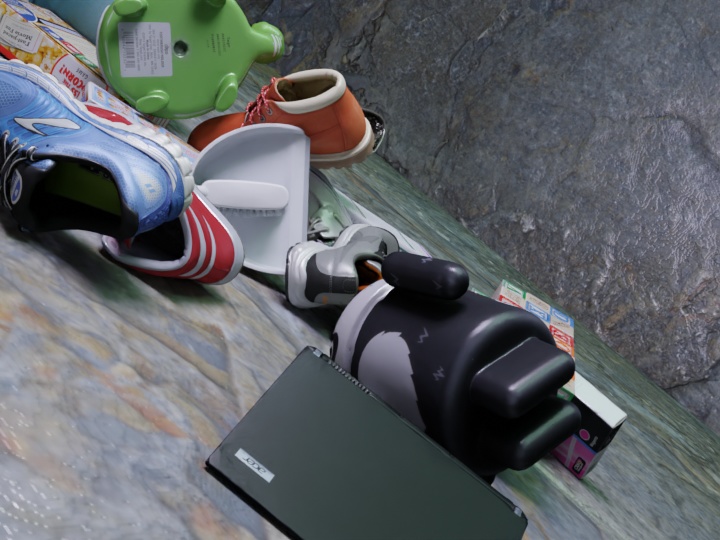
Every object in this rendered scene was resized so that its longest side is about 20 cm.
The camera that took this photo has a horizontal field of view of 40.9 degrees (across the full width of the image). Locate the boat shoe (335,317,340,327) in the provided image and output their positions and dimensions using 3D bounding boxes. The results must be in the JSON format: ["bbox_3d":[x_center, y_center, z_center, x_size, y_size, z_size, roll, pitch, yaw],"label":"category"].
[{"bbox_3d":[0.033,0.051,0.962,0.068,0.071,0.200,70,20,-3],"label":"boat shoe"}]

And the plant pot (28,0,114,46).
[{"bbox_3d":[-0.275,-0.304,1.207,0.189,0.199,0.200,52,10,-2],"label":"plant pot"}]

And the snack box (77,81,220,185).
[{"bbox_3d":[-0.179,-0.110,0.927,0.199,0.024,0.072,32,12,-26],"label":"snack box"}]

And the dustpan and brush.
[{"bbox_3d":[-0.134,-0.069,0.875,0.198,0.141,0.057,2,-1,-20],"label":"dustpan and brush"}]

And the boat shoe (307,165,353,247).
[{"bbox_3d":[-0.043,-0.037,1.034,0.201,0.070,0.070,56,12,-21],"label":"boat shoe"}]

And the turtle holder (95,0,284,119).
[{"bbox_3d":[-0.175,-0.234,0.972,0.142,0.185,0.132,59,-12,-23],"label":"turtle holder"}]

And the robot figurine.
[{"bbox_3d":[0.063,0.075,0.709,0.124,0.152,0.199,20,-1,-41],"label":"robot figurine"}]

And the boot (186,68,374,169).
[{"bbox_3d":[-0.094,-0.152,0.967,0.107,0.198,0.076,62,25,-57],"label":"boot"}]

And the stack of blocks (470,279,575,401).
[{"bbox_3d":[0.141,0.072,0.924,0.114,0.059,0.200,31,19,3],"label":"stack of blocks"}]

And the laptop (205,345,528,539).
[{"bbox_3d":[0.005,0.142,0.613,0.177,0.104,0.200,38,-16,4],"label":"laptop"}]

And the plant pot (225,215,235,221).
[{"bbox_3d":[-0.173,-0.088,0.999,0.199,0.028,0.200,36,11,-8],"label":"plant pot"}]

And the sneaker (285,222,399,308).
[{"bbox_3d":[0.000,0.000,0.951,0.079,0.075,0.200,7,14,22],"label":"sneaker"}]

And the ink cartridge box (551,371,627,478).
[{"bbox_3d":[0.197,0.132,1.083,0.037,0.095,0.200,-25,56,-36],"label":"ink cartridge box"}]

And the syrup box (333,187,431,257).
[{"bbox_3d":[-0.002,-0.028,1.162,0.199,0.079,0.082,32,10,-26],"label":"syrup box"}]

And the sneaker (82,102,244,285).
[{"bbox_3d":[-0.180,-0.066,0.740,0.200,0.071,0.112,41,7,10],"label":"sneaker"}]

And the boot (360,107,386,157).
[{"bbox_3d":[-0.061,-0.153,1.122,0.073,0.199,0.182,61,34,-17],"label":"boot"}]

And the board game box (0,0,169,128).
[{"bbox_3d":[-0.315,-0.224,1.062,0.199,0.046,0.151,38,10,5],"label":"board game box"}]

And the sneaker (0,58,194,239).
[{"bbox_3d":[-0.213,-0.077,0.633,0.198,0.079,0.089,21,32,10],"label":"sneaker"}]
